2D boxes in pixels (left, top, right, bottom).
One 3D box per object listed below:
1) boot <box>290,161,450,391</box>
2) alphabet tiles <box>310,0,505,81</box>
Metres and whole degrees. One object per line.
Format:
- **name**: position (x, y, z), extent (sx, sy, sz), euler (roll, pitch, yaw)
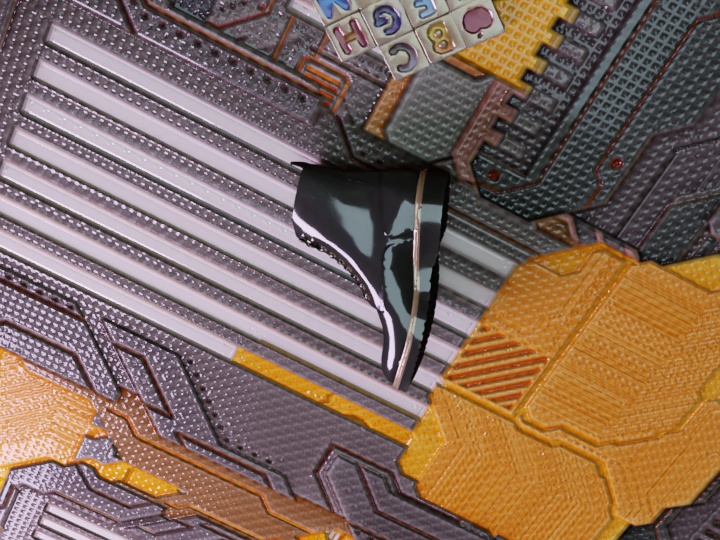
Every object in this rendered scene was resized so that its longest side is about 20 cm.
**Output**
- **boot**: position (0.000, 0.000, 0.960), extent (0.138, 0.077, 0.200), euler (9, 106, 8)
- **alphabet tiles**: position (0.028, -0.255, 0.848), extent (0.166, 0.006, 0.200), euler (-21, 113, 18)
